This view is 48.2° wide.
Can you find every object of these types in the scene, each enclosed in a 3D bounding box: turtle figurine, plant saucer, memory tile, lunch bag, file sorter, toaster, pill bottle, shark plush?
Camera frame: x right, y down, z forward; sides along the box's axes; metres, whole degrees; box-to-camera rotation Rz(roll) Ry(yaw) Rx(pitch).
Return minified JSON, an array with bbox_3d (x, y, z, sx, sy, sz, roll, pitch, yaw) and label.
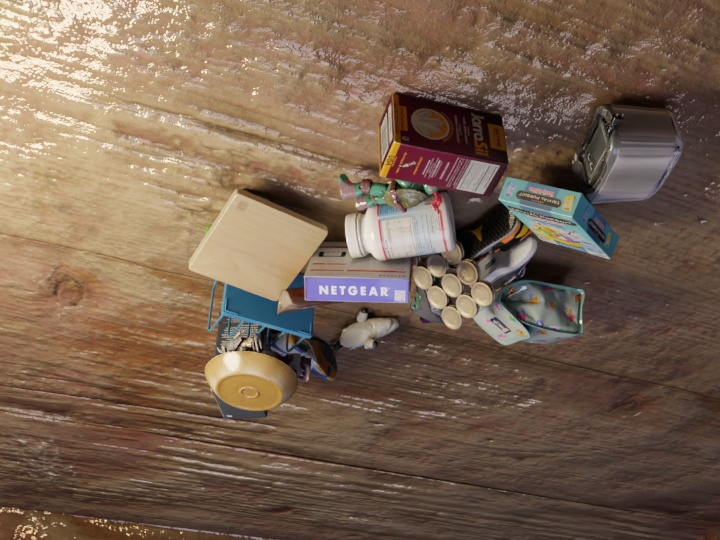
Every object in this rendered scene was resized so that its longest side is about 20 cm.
[{"bbox_3d":[0.069,-0.154,1.411,0.197,0.102,0.150,-9,145,23],"label":"turtle figurine"},{"bbox_3d":[-0.228,0.238,1.664,0.196,0.036,0.202,3,140,3],"label":"plant saucer"},{"bbox_3d":[0.168,0.008,1.587,0.017,0.201,0.153,-27,167,-43],"label":"memory tile"},{"bbox_3d":[0.350,0.091,1.703,0.196,0.124,0.170,7,166,-11],"label":"lunch bag"},{"bbox_3d":[-0.211,0.076,1.696,0.197,0.141,0.123,18,144,-24],"label":"file sorter"},{"bbox_3d":[0.442,-0.197,1.334,0.126,0.115,0.201,0,147,-7],"label":"toaster"},{"bbox_3d":[0.075,-0.078,1.502,0.196,0.110,0.109,-8,145,11],"label":"pill bottle"},{"bbox_3d":[0.003,0.161,1.885,0.083,0.092,0.200,-9,155,-48],"label":"shark plush"}]

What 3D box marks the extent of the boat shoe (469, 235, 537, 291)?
[{"bbox_3d":[0.302,-0.008,1.636,0.067,0.073,0.200,19,143,-22],"label":"boat shoe"}]

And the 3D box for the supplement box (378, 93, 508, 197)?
[{"bbox_3d":[0.133,-0.204,1.321,0.196,0.112,0.086,9,144,-13],"label":"supplement box"}]

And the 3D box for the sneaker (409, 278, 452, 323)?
[{"bbox_3d":[0.138,0.066,1.743,0.086,0.076,0.201,-8,145,20],"label":"sneaker"}]

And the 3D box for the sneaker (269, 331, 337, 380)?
[{"bbox_3d":[-0.136,0.203,1.941,0.087,0.076,0.200,-20,131,31],"label":"sneaker"}]

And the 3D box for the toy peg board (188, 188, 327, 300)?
[{"bbox_3d":[-0.200,-0.069,1.548,0.198,0.099,0.200,21,124,-29],"label":"toy peg board"}]

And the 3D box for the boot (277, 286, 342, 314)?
[{"bbox_3d":[-0.088,0.047,1.621,0.197,0.065,0.186,-14,179,-20],"label":"boot"}]

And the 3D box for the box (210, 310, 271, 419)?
[{"bbox_3d":[-0.267,0.213,1.834,0.105,0.203,0.149,-1,146,2],"label":"box"}]

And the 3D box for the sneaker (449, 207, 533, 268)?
[{"bbox_3d":[0.251,-0.050,1.579,0.089,0.071,0.199,16,146,-37],"label":"sneaker"}]

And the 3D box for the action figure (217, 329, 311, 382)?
[{"bbox_3d":[-0.203,0.183,1.681,0.197,0.071,0.130,15,155,-15],"label":"action figure"}]

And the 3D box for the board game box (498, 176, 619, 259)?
[{"bbox_3d":[0.357,-0.093,1.444,0.150,0.048,0.199,20,173,41],"label":"board game box"}]

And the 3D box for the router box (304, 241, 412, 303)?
[{"bbox_3d":[0.000,0.000,1.543,0.196,0.180,0.050,2,114,6],"label":"router box"}]
